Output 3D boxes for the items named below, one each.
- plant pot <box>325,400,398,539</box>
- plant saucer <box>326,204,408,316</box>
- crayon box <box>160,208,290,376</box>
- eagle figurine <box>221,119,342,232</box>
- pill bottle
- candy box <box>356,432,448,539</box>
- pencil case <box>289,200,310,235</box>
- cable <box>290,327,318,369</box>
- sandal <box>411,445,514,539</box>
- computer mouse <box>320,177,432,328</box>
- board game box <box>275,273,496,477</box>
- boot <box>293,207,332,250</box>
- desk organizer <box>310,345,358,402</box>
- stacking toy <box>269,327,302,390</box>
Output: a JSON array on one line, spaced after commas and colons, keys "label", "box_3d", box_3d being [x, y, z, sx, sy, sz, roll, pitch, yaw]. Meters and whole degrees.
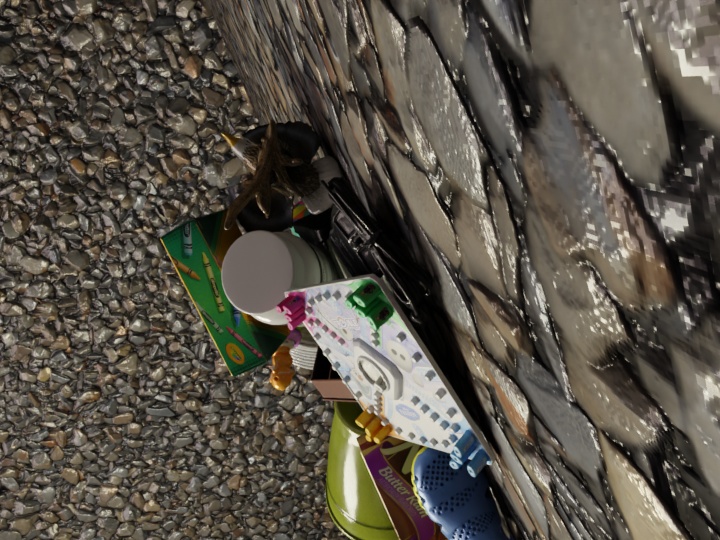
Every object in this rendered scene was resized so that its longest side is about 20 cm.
[{"label": "plant pot", "box_3d": [0.036, 0.247, 0.828, 0.201, 0.197, 0.196, -122, 21, -53]}, {"label": "plant saucer", "box_3d": [0.000, 0.000, 0.722, 0.200, 0.049, 0.203, 156, 91, -85]}, {"label": "crayon box", "box_3d": [-0.175, 0.025, 0.782, 0.203, 0.057, 0.119, 64, -167, -7]}, {"label": "eagle figurine", "box_3d": [-0.113, -0.126, 0.733, 0.200, 0.149, 0.153, -156, 43, -84]}, {"label": "pill bottle", "box_3d": [-0.091, 0.014, 0.754, 0.115, 0.113, 0.200, 64, -168, 13]}, {"label": "candy box", "box_3d": [0.086, 0.270, 0.691, 0.056, 0.115, 0.203, -163, 50, -82]}, {"label": "pencil case", "box_3d": [-0.077, -0.045, 1.132, 0.089, 0.087, 0.202, 60, 174, 44]}, {"label": "cable", "box_3d": [-0.074, 0.073, 1.011, 0.200, 0.198, 0.070, 41, 145, 29]}, {"label": "sandal", "box_3d": [0.122, 0.267, 0.592, 0.202, 0.079, 0.087, 58, 171, 0]}, {"label": "computer mouse", "box_3d": [0.024, -0.007, 0.532, 0.141, 0.046, 0.200, 53, 172, 11]}, {"label": "board game box", "box_3d": [0.012, 0.101, 0.560, 0.202, 0.026, 0.199, 57, 153, -12]}, {"label": "boot", "box_3d": [-0.042, -0.007, 0.947, 0.200, 0.075, 0.171, -147, 37, -69]}, {"label": "desk organizer", "box_3d": [-0.010, 0.107, 0.710, 0.077, 0.072, 0.199, 51, 154, -8]}, {"label": "stacking toy", "box_3d": [-0.126, 0.085, 0.893, 0.110, 0.114, 0.203, 38, -144, -57]}]
